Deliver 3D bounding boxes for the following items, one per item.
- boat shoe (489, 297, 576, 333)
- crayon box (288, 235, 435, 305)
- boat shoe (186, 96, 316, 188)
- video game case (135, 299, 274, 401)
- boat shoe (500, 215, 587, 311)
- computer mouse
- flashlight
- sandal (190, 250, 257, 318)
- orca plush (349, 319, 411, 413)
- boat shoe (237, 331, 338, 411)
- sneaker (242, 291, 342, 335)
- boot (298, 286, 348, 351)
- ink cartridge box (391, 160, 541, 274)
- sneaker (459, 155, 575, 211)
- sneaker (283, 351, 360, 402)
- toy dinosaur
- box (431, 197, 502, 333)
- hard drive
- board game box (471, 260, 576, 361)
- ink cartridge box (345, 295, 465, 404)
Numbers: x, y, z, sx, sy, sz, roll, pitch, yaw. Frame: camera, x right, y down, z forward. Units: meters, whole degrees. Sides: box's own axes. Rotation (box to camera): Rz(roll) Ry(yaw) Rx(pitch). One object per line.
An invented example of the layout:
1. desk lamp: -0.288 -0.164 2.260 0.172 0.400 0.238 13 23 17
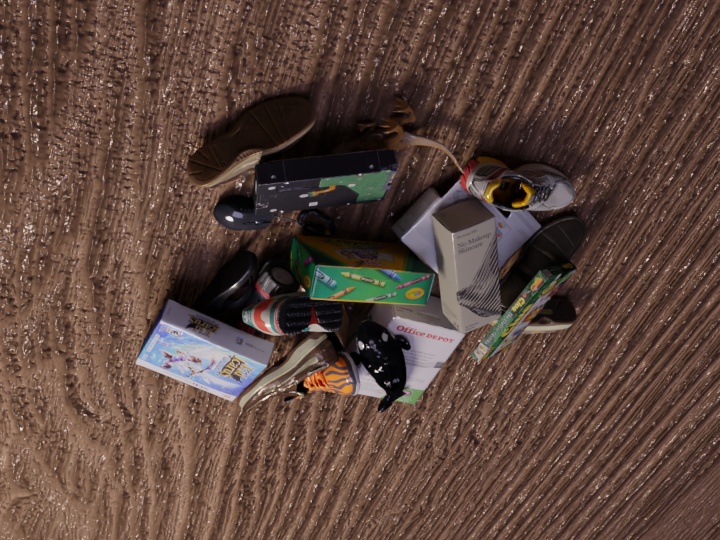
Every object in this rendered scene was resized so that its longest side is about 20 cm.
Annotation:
1. boat shoe: 0.285 0.087 1.652 0.198 0.072 0.076 10 146 -20
2. crayon box: 0.000 0.000 1.441 0.198 0.119 0.059 4 112 -24
3. boat shoe: -0.146 -0.173 1.306 0.199 0.073 0.072 -32 163 7
4. video game case: -0.256 0.135 1.503 0.180 0.046 0.200 23 149 -14
5. boat shoe: 0.298 -0.015 1.559 0.200 0.072 0.068 -44 170 11
6. computer mouse: -0.127 -0.073 1.419 0.198 0.034 0.059 7 131 -21
7. flashlight: -0.165 0.069 1.508 0.068 0.068 0.201 37 125 4
8. sandal: -0.212 0.036 1.479 0.048 0.076 0.200 27 132 -25
9. orca plush: 0.034 0.176 1.553 0.104 0.071 0.201 -2 131 -2
10. boat shoe: -0.117 0.182 1.522 0.202 0.075 0.075 -41 88 25
11. sneaker: -0.103 0.062 1.436 0.093 0.071 0.199 2 -177 28
12. boot: -0.062 0.055 1.530 0.073 0.076 0.201 -16 132 9
13. ink cartridge box: 0.172 -0.069 1.489 0.174 0.044 0.200 -46 129 6
14. sneaker: 0.249 -0.117 1.416 0.198 0.082 0.078 2 119 -28
15. sneaker: -0.078 0.191 1.581 0.111 0.078 0.200 -16 178 -23
16. toy dinosaur: 0.058 -0.194 1.343 0.198 0.061 0.106 1 153 -3
17. box: 0.169 -0.006 1.457 0.082 0.068 0.201 -22 128 -14
18. hard drive: -0.054 -0.127 1.333 0.198 0.038 0.140 -7 167 -9
19. board game box: 0.267 0.068 1.523 0.104 0.024 0.201 -12 144 -48
20. ink cartridge box: 0.072 0.133 1.628 0.145 0.085 0.201 14 128 -23
